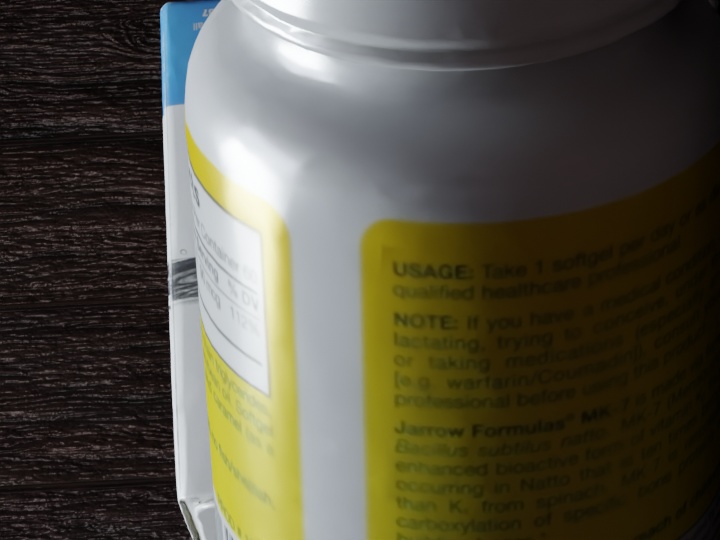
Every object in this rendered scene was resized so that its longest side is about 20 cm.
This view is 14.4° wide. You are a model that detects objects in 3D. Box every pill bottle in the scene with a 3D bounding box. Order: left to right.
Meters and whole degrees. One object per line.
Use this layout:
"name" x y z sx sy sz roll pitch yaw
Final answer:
"pill bottle" 0.022 -0.003 0.597 0.115 0.113 0.201 -94 2 -59

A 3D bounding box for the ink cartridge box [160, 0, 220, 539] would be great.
"ink cartridge box" 0.000 0.000 1.096 0.084 0.143 0.202 85 -178 -71
